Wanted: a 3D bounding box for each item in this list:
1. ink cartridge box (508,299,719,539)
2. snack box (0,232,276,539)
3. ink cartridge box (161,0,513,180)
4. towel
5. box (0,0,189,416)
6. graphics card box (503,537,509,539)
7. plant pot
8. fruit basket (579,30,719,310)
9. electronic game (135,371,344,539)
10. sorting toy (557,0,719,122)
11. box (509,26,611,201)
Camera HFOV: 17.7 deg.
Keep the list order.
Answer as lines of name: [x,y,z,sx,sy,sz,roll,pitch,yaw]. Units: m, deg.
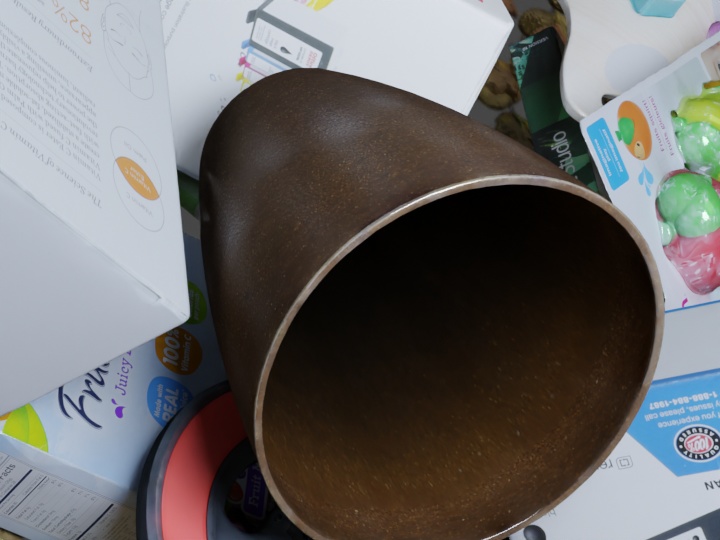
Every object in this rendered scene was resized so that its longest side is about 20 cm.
ink cartridge box: [0.156,0.126,1.101,0.201,0.144,0.084,67,29,-19]
snack box: [-0.112,0.054,1.087,0.199,0.068,0.169,25,42,-23]
ink cartridge box: [-0.042,-0.119,1.188,0.199,0.145,0.147,28,12,-5]
towel: [0.000,0.000,1.187,0.200,0.031,0.149,37,13,28]
box: [-0.164,-0.069,0.977,0.152,0.106,0.201,42,30,-43]
graphics card box: [0.067,0.127,1.201,0.125,0.051,0.200,38,39,-10]
plant pot: [0.005,-0.005,1.026,0.186,0.187,0.200,15,22,-33]
fruit basket: [0.201,-0.026,1.251,0.200,0.093,0.186,-34,104,-57]
electronic game: [-0.011,0.134,1.024,0.199,0.042,0.201,23,46,-27]
sorting toy: [0.174,-0.098,1.373,0.200,0.107,0.180,57,36,-23]
box: [0.148,-0.031,1.378,0.144,0.036,0.200,49,21,-42]
